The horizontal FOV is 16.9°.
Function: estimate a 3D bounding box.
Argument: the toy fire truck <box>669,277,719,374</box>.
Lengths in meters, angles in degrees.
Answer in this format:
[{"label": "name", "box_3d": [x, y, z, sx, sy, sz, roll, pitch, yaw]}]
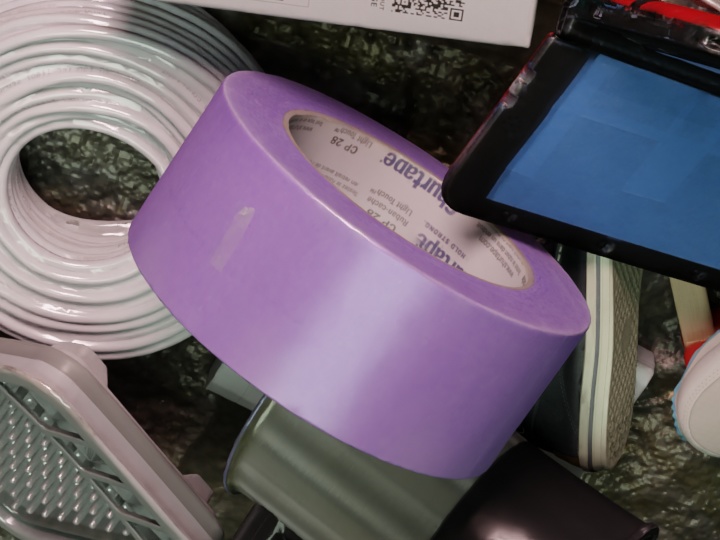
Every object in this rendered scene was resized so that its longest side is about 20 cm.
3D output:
[{"label": "toy fire truck", "box_3d": [0.199, -0.032, 1.209, 0.141, 0.049, 0.200, -24, 116, 17]}]

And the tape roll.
[{"label": "tape roll", "box_3d": [0.000, 0.000, 1.101, 0.200, 0.200, 0.085, 31, 105, -13]}]

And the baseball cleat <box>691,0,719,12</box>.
[{"label": "baseball cleat", "box_3d": [0.203, -0.117, 1.057, 0.200, 0.106, 0.070, 18, 114, -7]}]

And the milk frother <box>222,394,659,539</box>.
[{"label": "milk frother", "box_3d": [0.018, 0.127, 1.152, 0.188, 0.200, 0.181, 36, 76, 16]}]

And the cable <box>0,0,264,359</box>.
[{"label": "cable", "box_3d": [-0.132, -0.049, 1.213, 0.200, 0.069, 0.200, -35, 112, 21]}]

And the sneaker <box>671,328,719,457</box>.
[{"label": "sneaker", "box_3d": [0.245, 0.056, 1.179, 0.200, 0.081, 0.077, -15, 120, 23]}]

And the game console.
[{"label": "game console", "box_3d": [0.169, -0.043, 1.079, 0.200, 0.172, 0.119, 15, 96, -30]}]

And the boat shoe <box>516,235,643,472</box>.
[{"label": "boat shoe", "box_3d": [0.107, 0.001, 1.210, 0.062, 0.075, 0.200, 9, 106, 23]}]

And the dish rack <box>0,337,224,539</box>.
[{"label": "dish rack", "box_3d": [-0.163, 0.087, 1.256, 0.200, 0.044, 0.172, 4, 141, 47]}]

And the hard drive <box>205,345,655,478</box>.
[{"label": "hard drive", "box_3d": [0.036, 0.053, 1.285, 0.200, 0.026, 0.132, 27, 119, -10]}]

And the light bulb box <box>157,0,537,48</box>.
[{"label": "light bulb box", "box_3d": [-0.008, -0.220, 1.072, 0.200, 0.125, 0.198, 8, 120, -1]}]
